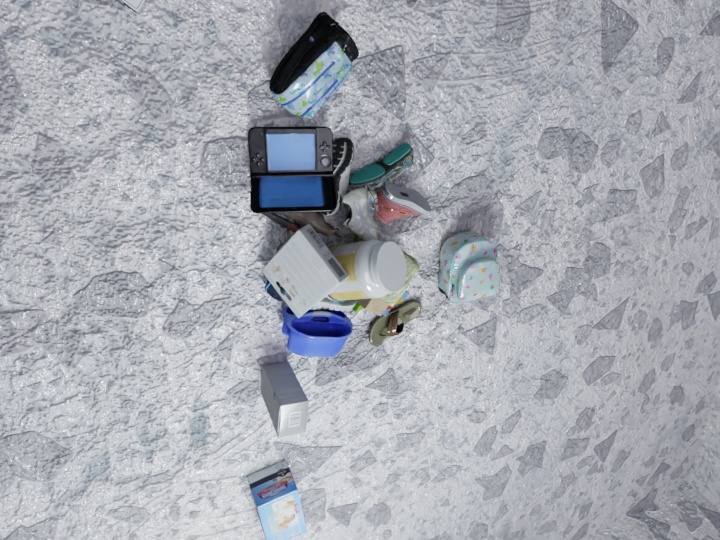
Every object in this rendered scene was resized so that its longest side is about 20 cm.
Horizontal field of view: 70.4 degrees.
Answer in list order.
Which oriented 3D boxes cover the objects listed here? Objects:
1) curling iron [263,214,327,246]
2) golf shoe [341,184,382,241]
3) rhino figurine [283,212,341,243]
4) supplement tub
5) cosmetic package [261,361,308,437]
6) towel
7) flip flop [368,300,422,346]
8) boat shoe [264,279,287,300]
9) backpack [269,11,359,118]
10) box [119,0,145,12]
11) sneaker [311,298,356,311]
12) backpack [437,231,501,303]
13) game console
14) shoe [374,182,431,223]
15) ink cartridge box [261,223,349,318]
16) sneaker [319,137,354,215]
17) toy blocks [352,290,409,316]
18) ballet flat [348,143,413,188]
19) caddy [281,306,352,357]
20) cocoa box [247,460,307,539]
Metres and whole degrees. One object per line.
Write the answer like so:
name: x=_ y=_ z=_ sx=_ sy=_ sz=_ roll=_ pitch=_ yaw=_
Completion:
curling iron: x=-0.170 y=-0.098 z=1.260 sx=0.199 sy=0.026 sz=0.050 roll=33 pitch=126 yaw=-2
golf shoe: x=0.002 y=-0.118 z=1.314 sx=0.096 sy=0.078 sz=0.201 roll=-14 pitch=118 yaw=-6
rhino figurine: x=-0.123 y=-0.128 z=1.291 sx=0.199 sy=0.087 sz=0.060 roll=32 pitch=97 yaw=-33
supplement tub: x=0.000 y=0.000 z=1.277 sx=0.145 sy=0.199 sz=0.147 roll=9 pitch=78 yaw=-50
cosmetic package: x=-0.211 y=0.349 z=1.404 sx=0.090 sy=0.200 sz=0.108 roll=-4 pitch=112 yaw=-26
towel: x=0.049 y=-0.012 z=1.392 sx=0.149 sy=0.199 sz=0.036 roll=-57 pitch=168 yaw=6
flip flop: x=0.110 y=0.163 z=1.559 sx=0.199 sy=0.058 sz=0.081 roll=-30 pitch=123 yaw=-11
boat shoe: x=-0.165 y=-0.005 z=1.339 sx=0.069 sy=0.084 sz=0.200 roll=42 pitch=105 yaw=-15
backpack: x=-0.108 y=-0.437 z=1.120 sx=0.200 sy=0.163 sz=0.154 roll=-37 pitch=138 yaw=1
box: x=-0.468 y=-0.586 z=0.925 sx=0.200 sy=0.060 sz=0.117 roll=33 pitch=96 yaw=-34
sneaker: x=-0.082 y=0.057 z=1.395 sx=0.199 sy=0.077 sz=0.092 roll=4 pitch=110 yaw=-42
backpack: x=0.329 y=-0.010 z=1.536 sx=0.175 sy=0.153 sz=0.202 roll=-10 pitch=111 yaw=-16
game console: x=-0.157 y=-0.235 z=1.182 sx=0.198 sy=0.117 sz=0.177 roll=-2 pitch=114 yaw=-9
shoe: x=0.105 y=-0.175 z=1.400 sx=0.199 sy=0.072 sz=0.091 roll=10 pitch=139 yaw=-47
ink cartridge box: x=-0.139 y=0.007 z=1.256 sx=0.160 sy=0.200 sz=0.047 roll=52 pitch=42 yaw=2
sneaker: x=-0.062 y=-0.236 z=1.294 sx=0.073 sy=0.080 sz=0.201 roll=18 pitch=94 yaw=12
toy blocks: x=0.082 y=0.057 z=1.488 sx=0.136 sy=0.100 sz=0.201 roll=26 pitch=101 yaw=-45
ballet flat: x=0.061 y=-0.255 z=1.335 sx=0.199 sy=0.074 sz=0.075 roll=-32 pitch=123 yaw=-11
caddy: x=-0.119 y=0.152 z=1.385 sx=0.199 sy=0.142 sz=0.105 roll=6 pitch=122 yaw=-29
cocoa box: x=-0.258 y=0.731 z=1.597 sx=0.133 sy=0.131 sz=0.201 roll=-17 pitch=119 yaw=-19
